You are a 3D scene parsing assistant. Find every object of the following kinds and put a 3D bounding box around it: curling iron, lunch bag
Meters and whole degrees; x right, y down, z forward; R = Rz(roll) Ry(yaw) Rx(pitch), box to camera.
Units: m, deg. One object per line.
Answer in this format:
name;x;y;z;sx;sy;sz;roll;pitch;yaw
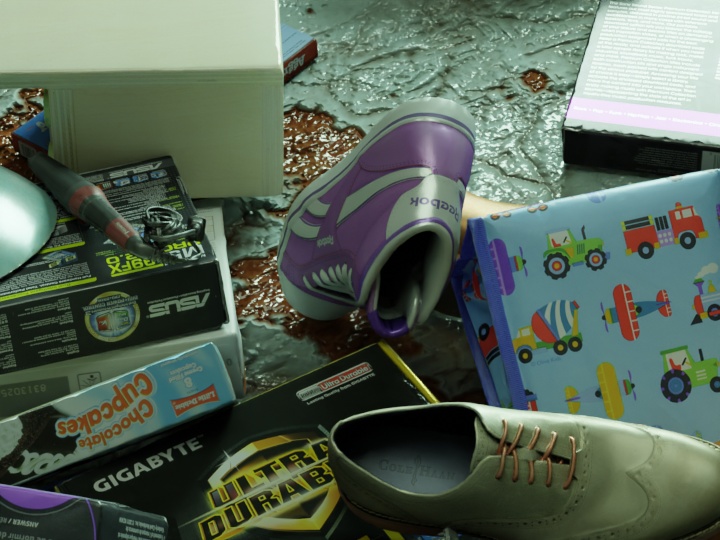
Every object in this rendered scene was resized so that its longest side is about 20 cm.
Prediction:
curling iron;-0.149;-0.037;1.234;0.050;0.026;0.200;1;14;-34
lunch bag;0.149;0.062;1.145;0.150;0.094;0.200;-12;72;-9

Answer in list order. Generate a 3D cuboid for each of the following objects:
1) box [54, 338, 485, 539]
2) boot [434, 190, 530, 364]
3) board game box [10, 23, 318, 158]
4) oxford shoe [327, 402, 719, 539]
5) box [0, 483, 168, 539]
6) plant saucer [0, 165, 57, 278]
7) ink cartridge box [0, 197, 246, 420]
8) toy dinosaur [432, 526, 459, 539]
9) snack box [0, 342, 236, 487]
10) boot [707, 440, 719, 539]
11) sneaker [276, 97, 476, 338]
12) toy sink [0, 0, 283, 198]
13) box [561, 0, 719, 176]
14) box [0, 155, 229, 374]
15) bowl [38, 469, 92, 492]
box;-0.032;0.133;1.082;0.200;0.049;0.160;-23;47;-21
boot;0.111;-0.023;1.275;0.155;0.077;0.200;-23;48;-17
board game box;-0.132;-0.120;1.451;0.103;0.019;0.200;28;51;29
oxford shoe;0.080;0.098;1.006;0.200;0.074;0.071;-1;70;12
box;-0.173;0.198;0.968;0.122;0.106;0.200;8;80;14
plant saucer;-0.279;-0.031;1.236;0.201;0.039;0.201;-6;26;3
ink cartridge box;-0.156;0.024;1.291;0.162;0.050;0.200;-8;24;-3
toy dinosaur;0.087;0.210;0.990;0.136;0.200;0.102;-28;9;3
snack box;-0.164;0.090;1.134;0.200;0.116;0.037;-21;88;-4
boot;0.210;0.086;1.052;0.200;0.155;0.074;28;18;-4
sneaker;-0.001;0.000;1.195;0.073;0.201;0.114;15;56;-15
toy sink;-0.150;-0.122;1.359;0.200;0.112;0.130;-2;42;-5
box;0.222;-0.136;1.424;0.143;0.036;0.200;8;45;13
box;-0.190;0.000;1.244;0.200;0.044;0.160;-13;28;-10
bowl;-0.120;0.185;1.095;0.200;0.039;0.201;-3;42;3
